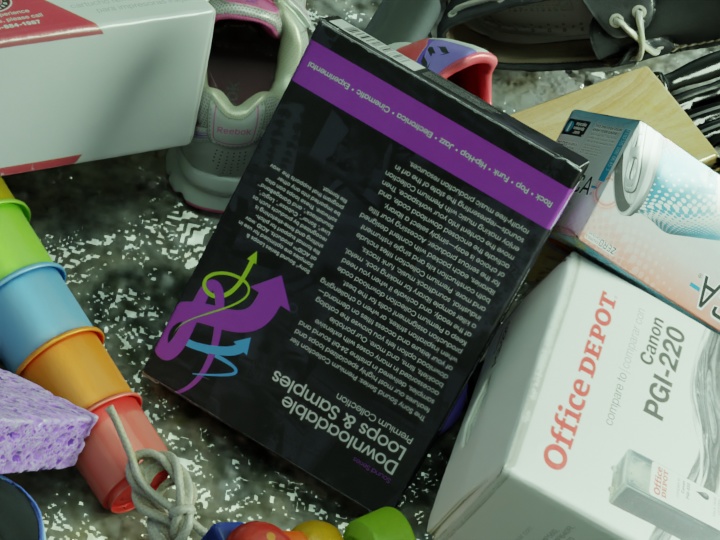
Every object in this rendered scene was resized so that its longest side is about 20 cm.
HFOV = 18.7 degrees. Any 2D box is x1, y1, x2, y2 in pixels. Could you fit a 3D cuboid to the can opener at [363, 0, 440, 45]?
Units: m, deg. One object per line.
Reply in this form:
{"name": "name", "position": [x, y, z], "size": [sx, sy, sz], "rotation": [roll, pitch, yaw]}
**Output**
{"name": "can opener", "position": [0.004, -0.074, 1.176], "size": [0.066, 0.053, 0.200], "rotation": [21, 51, 2]}

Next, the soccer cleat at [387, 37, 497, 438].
{"name": "soccer cleat", "position": [0.037, -0.015, 1.079], "size": [0.068, 0.073, 0.200], "rotation": [0, 90, -37]}

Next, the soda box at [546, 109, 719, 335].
{"name": "soda box", "position": [0.177, -0.002, 1.095], "size": [0.200, 0.064, 0.068], "rotation": [31, 84, -28]}

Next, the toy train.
{"name": "toy train", "position": [-0.026, 0.132, 1.002], "size": [0.116, 0.085, 0.200], "rotation": [-13, 65, -34]}

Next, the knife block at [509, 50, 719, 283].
{"name": "knife block", "position": [0.136, -0.069, 1.198], "size": [0.200, 0.064, 0.176], "rotation": [18, 53, -1]}

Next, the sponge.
{"name": "sponge", "position": [-0.227, 0.036, 0.995], "size": [0.200, 0.112, 0.030], "rotation": [26, 95, 17]}

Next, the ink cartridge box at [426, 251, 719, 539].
{"name": "ink cartridge box", "position": [0.148, 0.105, 1.038], "size": [0.200, 0.085, 0.146], "rotation": [28, 48, -7]}

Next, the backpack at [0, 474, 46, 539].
{"name": "backpack", "position": [-0.228, 0.145, 0.916], "size": [0.182, 0.135, 0.200], "rotation": [16, 22, -4]}

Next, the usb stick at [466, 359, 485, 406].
{"name": "usb stick", "position": [0.083, 0.130, 1.064], "size": [0.055, 0.033, 0.200], "rotation": [6, 55, -11]}

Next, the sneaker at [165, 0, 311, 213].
{"name": "sneaker", "position": [-0.060, -0.135, 1.167], "size": [0.081, 0.088, 0.200], "rotation": [2, 64, -12]}

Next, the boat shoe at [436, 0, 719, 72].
{"name": "boat shoe", "position": [0.136, -0.141, 1.205], "size": [0.200, 0.074, 0.060], "rotation": [7, 48, 27]}

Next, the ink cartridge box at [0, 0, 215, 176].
{"name": "ink cartridge box", "position": [-0.188, -0.140, 1.113], "size": [0.145, 0.084, 0.200], "rotation": [-14, 43, -33]}

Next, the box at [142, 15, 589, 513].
{"name": "box", "position": [0.000, 0.000, 1.048], "size": [0.143, 0.200, 0.036], "rotation": [31, 15, 8]}

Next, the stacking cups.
{"name": "stacking cups", "position": [-0.160, 0.031, 1.066], "size": [0.060, 0.061, 0.200], "rotation": [-23, 68, -27]}
